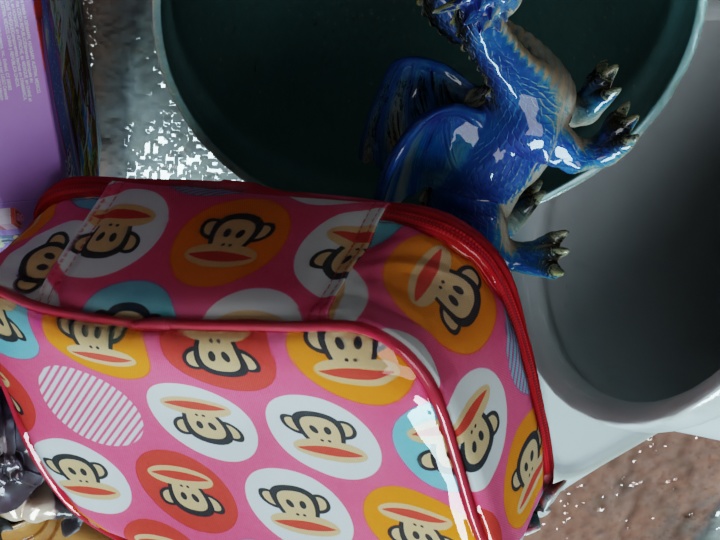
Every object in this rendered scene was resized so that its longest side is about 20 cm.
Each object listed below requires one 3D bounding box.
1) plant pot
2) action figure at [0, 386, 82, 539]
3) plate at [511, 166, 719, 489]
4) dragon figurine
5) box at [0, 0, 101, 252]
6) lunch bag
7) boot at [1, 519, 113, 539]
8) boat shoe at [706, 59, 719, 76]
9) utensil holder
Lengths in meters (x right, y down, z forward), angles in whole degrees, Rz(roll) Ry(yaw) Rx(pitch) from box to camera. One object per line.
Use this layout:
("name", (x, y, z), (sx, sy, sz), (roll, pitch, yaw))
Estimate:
("plant pot", (0.020, -0.134, 0.716), (0.200, 0.134, 0.200), (-4, 131, -4))
("action figure", (-0.118, 0.059, 0.814), (0.200, 0.069, 0.130), (-19, 138, 5))
("plate", (0.131, 0.015, 0.872), (0.200, 0.032, 0.200), (-28, 134, -18))
("dragon figurine", (0.032, -0.040, 0.671), (0.099, 0.059, 0.200), (16, 126, -19))
("box", (-0.134, -0.087, 0.739), (0.039, 0.137, 0.200), (-4, 131, -2))
("lunch bag", (-0.032, 0.055, 0.682), (0.200, 0.082, 0.176), (6, 134, 27))
("boot", (-0.158, 0.133, 0.932), (0.200, 0.074, 0.155), (5, 157, -7))
("boat shoe", (0.144, -0.162, 0.754), (0.076, 0.072, 0.200), (-27, 131, -3))
("utensil holder", (0.190, -0.004, 0.759), (0.200, 0.170, 0.170), (14, 129, -34))
